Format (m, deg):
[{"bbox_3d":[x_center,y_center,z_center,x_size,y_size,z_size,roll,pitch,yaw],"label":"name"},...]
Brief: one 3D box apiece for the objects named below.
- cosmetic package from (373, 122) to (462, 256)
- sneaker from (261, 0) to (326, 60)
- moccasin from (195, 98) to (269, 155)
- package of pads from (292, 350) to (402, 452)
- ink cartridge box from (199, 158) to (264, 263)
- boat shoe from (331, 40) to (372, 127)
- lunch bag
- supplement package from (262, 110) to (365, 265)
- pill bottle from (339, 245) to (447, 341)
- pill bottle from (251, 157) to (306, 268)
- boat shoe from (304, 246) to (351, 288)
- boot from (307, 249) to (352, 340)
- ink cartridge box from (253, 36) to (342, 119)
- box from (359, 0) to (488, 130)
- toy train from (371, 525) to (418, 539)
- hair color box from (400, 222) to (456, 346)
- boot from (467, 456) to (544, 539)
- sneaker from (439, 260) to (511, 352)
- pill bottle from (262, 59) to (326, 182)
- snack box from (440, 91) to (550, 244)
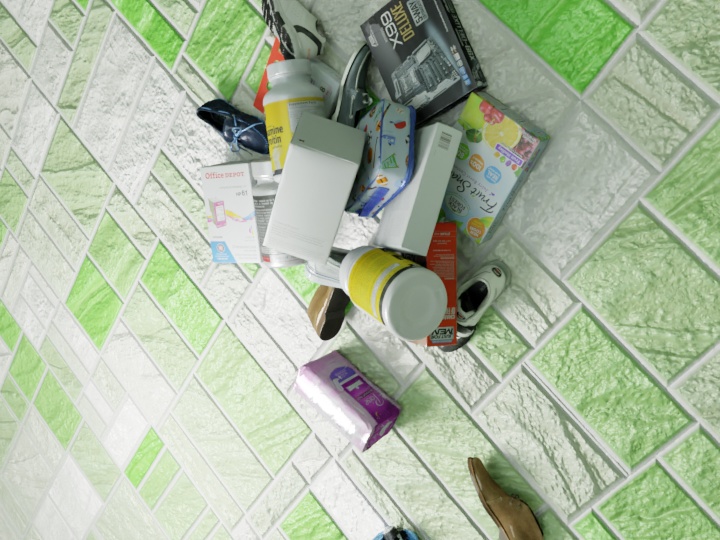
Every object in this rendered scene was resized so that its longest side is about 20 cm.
[{"bbox_3d":[0.090,-0.130,1.192,0.150,0.051,0.204,-165,92,-72],"label":"cosmetic package"},{"bbox_3d":[-0.127,-0.465,1.347,0.203,0.078,0.074,66,158,19],"label":"sneaker"},{"bbox_3d":[-0.254,-0.280,1.468,0.198,0.068,0.082,29,129,30],"label":"moccasin"},{"bbox_3d":[-0.027,0.250,1.420,0.199,0.120,0.077,39,121,21],"label":"package of pads"},{"bbox_3d":[-0.244,-0.123,1.497,0.142,0.084,0.205,0,101,34],"label":"ink cartridge box"},{"bbox_3d":[-0.005,-0.304,1.301,0.061,0.073,0.203,25,119,11],"label":"boat shoe"},{"bbox_3d":[0.029,-0.180,1.226,0.200,0.074,0.164,138,137,-64],"label":"lunch bag"},{"bbox_3d":[-0.076,-0.134,1.196,0.115,0.118,0.203,17,126,-5],"label":"supplement package"},{"bbox_3d":[0.046,0.029,1.187,0.199,0.112,0.117,31,123,59],"label":"pill bottle"},{"bbox_3d":[-0.148,-0.116,1.410,0.112,0.113,0.205,0,105,34],"label":"pill bottle"},{"bbox_3d":[0.000,0.000,1.301,0.074,0.196,0.067,-109,35,-43],"label":"boat shoe"},{"bbox_3d":[-0.051,0.033,1.409,0.076,0.073,0.203,47,121,37],"label":"boot"},{"bbox_3d":[-0.127,-0.332,1.386,0.199,0.057,0.165,36,120,17],"label":"ink cartridge box"},{"bbox_3d":[0.104,-0.361,1.216,0.156,0.049,0.204,-24,88,37],"label":"box"},{"bbox_3d":[0.092,0.610,1.457,0.114,0.086,0.202,-39,81,44],"label":"toy train"},{"bbox_3d":[0.115,0.022,1.248,0.111,0.062,0.205,-178,87,-69],"label":"hair color box"},{"bbox_3d":[0.260,0.416,1.308,0.075,0.074,0.203,-31,88,17],"label":"boot"},{"bbox_3d":[0.176,0.070,1.256,0.074,0.088,0.202,40,123,17],"label":"sneaker"},{"bbox_3d":[-0.115,-0.264,1.296,0.110,0.111,0.205,-5,96,35],"label":"pill bottle"},{"bbox_3d":[0.200,-0.168,1.197,0.142,0.053,0.202,40,122,21],"label":"snack box"}]
